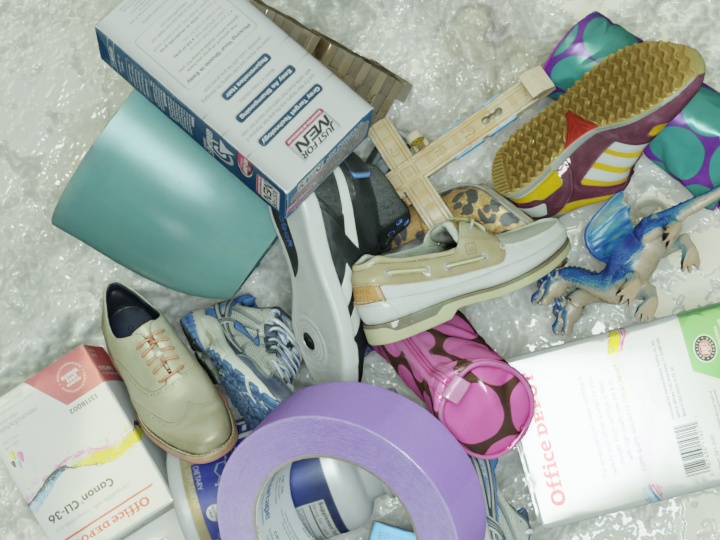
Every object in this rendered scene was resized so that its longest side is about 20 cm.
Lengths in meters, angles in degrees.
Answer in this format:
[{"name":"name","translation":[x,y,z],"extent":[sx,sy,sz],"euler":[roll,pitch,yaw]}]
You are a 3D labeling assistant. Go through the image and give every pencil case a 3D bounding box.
[{"name":"pencil case","translation":[0.250,-0.133,1.359],"extent":[0.200,0.085,0.092],"euler":[38,125,8]},{"name":"pencil case","translation":[0.065,0.074,1.304],"extent":[0.091,0.200,0.094],"euler":[-43,119,-1]}]

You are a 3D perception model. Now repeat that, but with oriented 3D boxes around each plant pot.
[{"name":"plant pot","translation":[-0.135,-0.072,1.347],"extent":[0.161,0.201,0.201],"euler":[36,90,-3]}]

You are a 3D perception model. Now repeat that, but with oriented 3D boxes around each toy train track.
[{"name":"toy train track","translation":[0.074,-0.108,1.341],"extent":[0.200,0.033,0.115],"euler":[-34,72,6]}]

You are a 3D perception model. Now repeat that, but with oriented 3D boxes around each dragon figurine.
[{"name":"dragon figurine","translation":[0.224,-0.023,1.313],"extent":[0.200,0.059,0.099],"euler":[-53,40,5]}]

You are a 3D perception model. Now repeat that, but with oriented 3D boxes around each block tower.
[{"name":"block tower","translation":[-0.050,-0.178,1.349],"extent":[0.058,0.200,0.054],"euler":[-60,39,11]}]

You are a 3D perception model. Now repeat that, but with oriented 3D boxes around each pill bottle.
[{"name":"pill bottle","translation":[-0.052,0.171,1.349],"extent":[0.200,0.120,0.120],"euler":[-19,84,4]}]

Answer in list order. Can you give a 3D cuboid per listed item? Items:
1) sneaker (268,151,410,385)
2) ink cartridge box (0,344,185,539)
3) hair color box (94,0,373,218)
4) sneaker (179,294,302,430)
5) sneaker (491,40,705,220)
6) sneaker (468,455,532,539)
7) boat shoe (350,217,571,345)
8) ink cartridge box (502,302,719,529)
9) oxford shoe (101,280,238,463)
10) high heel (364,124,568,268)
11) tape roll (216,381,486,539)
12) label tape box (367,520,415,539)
[{"name":"sneaker","translation":[0.000,0.000,1.301],"extent":[0.112,0.073,0.200],"euler":[-25,115,-31]},{"name":"ink cartridge box","translation":[-0.230,0.179,1.393],"extent":[0.116,0.067,0.200],"euler":[-33,83,3]},{"name":"hair color box","translation":[-0.097,-0.144,1.224],"extent":[0.200,0.061,0.100],"euler":[41,73,10]},{"name":"sneaker","translation":[-0.084,0.067,1.339],"extent":[0.085,0.200,0.077],"euler":[-30,122,-12]},{"name":"sneaker","translation":[0.206,-0.111,1.306],"extent":[0.200,0.090,0.075],"euler":[-32,49,28]},{"name":"sneaker","translation":[0.107,0.230,1.287],"extent":[0.085,0.077,0.200],"euler":[-19,96,-36]},{"name":"boat shoe","translation":[0.083,-0.009,1.275],"extent":[0.200,0.075,0.069],"euler":[-25,100,-28]},{"name":"ink cartridge box","translation":[0.227,0.121,1.341],"extent":[0.200,0.084,0.145],"euler":[-15,84,4]},{"name":"oxford shoe","translation":[-0.171,0.085,1.345],"extent":[0.071,0.074,0.200],"euler":[-32,48,-17]},{"name":"high heel","translation":[0.067,-0.017,1.382],"extent":[0.200,0.071,0.143],"euler":[33,95,11]},{"name":"tape roll","translation":[-0.008,0.188,1.220],"extent":[0.200,0.066,0.201],"euler":[9,115,20]},{"name":"label tape box","translation":[0.052,0.329,1.351],"extent":[0.144,0.063,0.200],"euler":[15,80,7]}]
